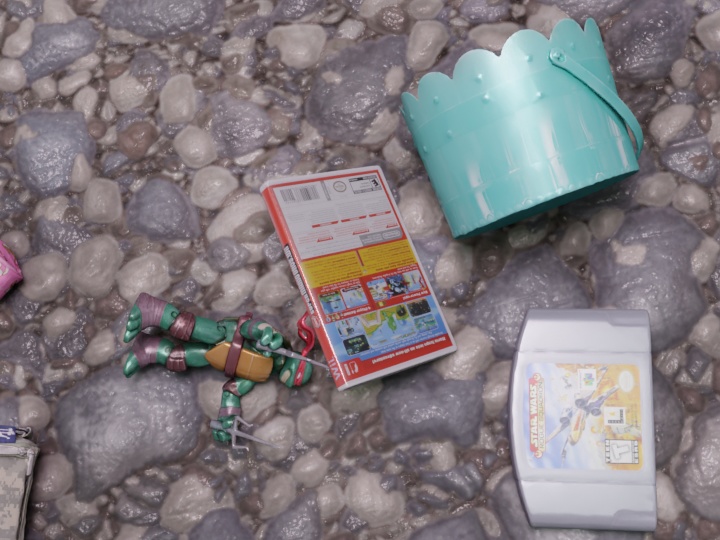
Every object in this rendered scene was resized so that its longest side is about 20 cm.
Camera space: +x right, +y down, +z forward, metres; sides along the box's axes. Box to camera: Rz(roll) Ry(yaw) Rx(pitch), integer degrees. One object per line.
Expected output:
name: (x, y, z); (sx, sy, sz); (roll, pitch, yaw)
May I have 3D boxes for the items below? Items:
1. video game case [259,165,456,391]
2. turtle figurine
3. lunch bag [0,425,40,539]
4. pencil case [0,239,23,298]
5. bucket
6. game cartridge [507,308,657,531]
video game case: (0.000, 0.000, 0.836); (0.142, 0.017, 0.202); (-12, 74, -40)
turtle figurine: (-0.119, 0.087, 0.837); (0.198, 0.101, 0.151); (16, 121, -1)
lunch bag: (-0.390, 0.238, 0.814); (0.166, 0.139, 0.203); (7, 80, -11)
pencil case: (-0.431, 0.037, 0.878); (0.200, 0.083, 0.087); (-44, 72, -3)
bucket: (0.145, -0.120, 0.802); (0.205, 0.207, 0.136); (-20, 88, 1)
game cartridge: (0.203, 0.136, 0.829); (0.131, 0.042, 0.203); (1, 79, 1)
